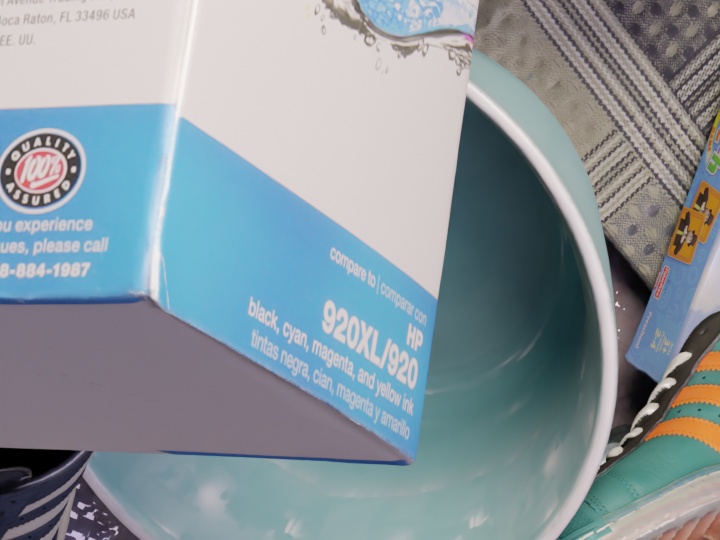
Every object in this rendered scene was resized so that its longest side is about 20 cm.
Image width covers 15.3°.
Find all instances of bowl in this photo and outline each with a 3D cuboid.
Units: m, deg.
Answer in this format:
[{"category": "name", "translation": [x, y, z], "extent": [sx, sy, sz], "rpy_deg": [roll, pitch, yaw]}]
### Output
[{"category": "bowl", "translation": [0.000, 0.000, 0.859], "extent": [0.199, 0.105, 0.202], "rpy_deg": [9, 115, 19]}]

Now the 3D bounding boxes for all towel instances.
[{"category": "towel", "translation": [0.134, -0.099, 0.964], "extent": [0.192, 0.035, 0.200], "rpy_deg": [-43, 116, -5]}]

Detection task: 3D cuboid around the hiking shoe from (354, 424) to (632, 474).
[{"category": "hiking shoe", "translation": [0.084, 0.106, 0.936], "extent": [0.198, 0.087, 0.075], "rpy_deg": [-7, 142, -14]}]

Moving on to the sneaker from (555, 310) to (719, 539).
[{"category": "sneaker", "translation": [0.118, 0.063, 0.892], "extent": [0.199, 0.080, 0.072], "rpy_deg": [-23, 137, -28]}]

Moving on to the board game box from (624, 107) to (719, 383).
[{"category": "board game box", "translation": [0.197, -0.040, 0.966], "extent": [0.150, 0.037, 0.201], "rpy_deg": [14, 102, -27]}]

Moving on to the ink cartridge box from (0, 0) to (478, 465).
[{"category": "ink cartridge box", "translation": [-0.063, -0.067, 0.679], "extent": [0.145, 0.146, 0.202], "rpy_deg": [34, 60, -57]}]

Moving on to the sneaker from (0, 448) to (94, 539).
[{"category": "sneaker", "translation": [-0.122, 0.058, 0.823], "extent": [0.075, 0.085, 0.201], "rpy_deg": [33, 120, 6]}]
